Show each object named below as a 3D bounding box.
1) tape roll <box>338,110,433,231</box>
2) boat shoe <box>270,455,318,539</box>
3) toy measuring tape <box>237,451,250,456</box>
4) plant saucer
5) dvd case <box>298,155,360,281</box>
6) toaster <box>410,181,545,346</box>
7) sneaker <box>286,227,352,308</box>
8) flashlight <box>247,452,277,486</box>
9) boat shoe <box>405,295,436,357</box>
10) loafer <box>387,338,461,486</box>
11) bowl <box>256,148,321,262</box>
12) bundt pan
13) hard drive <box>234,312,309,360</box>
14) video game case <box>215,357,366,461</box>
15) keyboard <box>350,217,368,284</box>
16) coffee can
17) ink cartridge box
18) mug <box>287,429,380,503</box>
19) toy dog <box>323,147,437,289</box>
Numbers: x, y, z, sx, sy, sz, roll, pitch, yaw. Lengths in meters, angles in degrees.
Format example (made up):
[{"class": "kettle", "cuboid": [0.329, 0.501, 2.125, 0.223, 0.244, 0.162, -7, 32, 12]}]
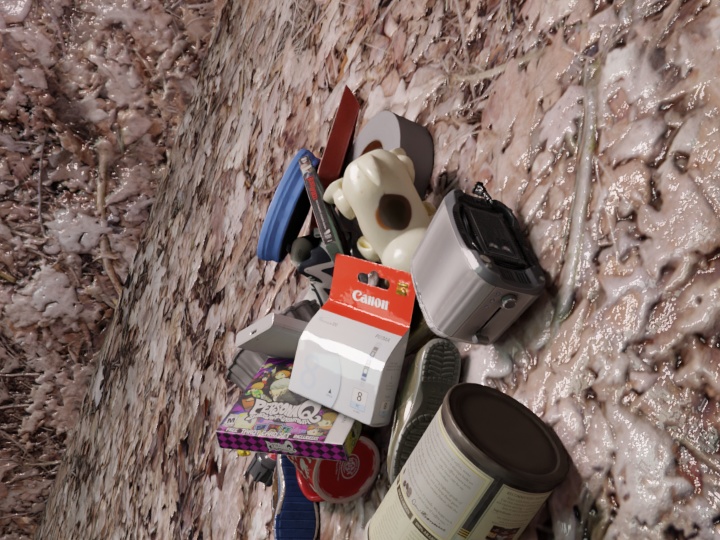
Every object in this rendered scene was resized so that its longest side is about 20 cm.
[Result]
[{"class": "tape roll", "cuboid": [0.037, -0.153, 1.411, 0.200, 0.065, 0.203, -41, 41, 48]}, {"class": "boat shoe", "cuboid": [-0.109, 0.382, 1.397, 0.073, 0.071, 0.202, 119, 157, -50]}, {"class": "toy measuring tape", "cuboid": [-0.187, 0.262, 1.619, 0.202, 0.073, 0.074, -68, 26, 11]}, {"class": "plant saucer", "cuboid": [-0.044, -0.188, 1.536, 0.200, 0.036, 0.202, 105, 180, -60]}, {"class": "dvd case", "cuboid": [-0.044, -0.063, 1.331, 0.022, 0.147, 0.201, -23, 46, 3]}, {"class": "toaster", "cuboid": [0.134, -0.004, 1.069, 0.130, 0.112, 0.201, -58, 34, 34]}, {"class": "sneaker", "cuboid": [-0.083, -0.004, 1.491, 0.199, 0.128, 0.080, -47, 34, 43]}, {"class": "flashlight", "cuboid": [-0.131, 0.280, 1.485, 0.068, 0.068, 0.201, 44, 114, 24]}, {"class": "boat shoe", "cuboid": [0.063, 0.090, 1.211, 0.200, 0.066, 0.075, -38, 50, 45]}, {"class": "loafer", "cuboid": [0.081, 0.189, 1.125, 0.070, 0.074, 0.203, 165, 123, -74]}, {"class": "bowl", "cuboid": [-0.116, -0.106, 1.470, 0.201, 0.039, 0.203, 24, -91, -87]}, {"class": "bundt pan", "cuboid": [-0.125, 0.143, 1.454, 0.076, 0.201, 0.203, 47, 126, 16]}, {"class": "hard drive", "cuboid": [-0.073, 0.115, 1.314, 0.131, 0.198, 0.027, -29, 48, 53]}, {"class": "video game case", "cuboid": [-0.080, 0.194, 1.240, 0.182, 0.197, 0.036, -55, -40, -53]}, {"class": "keyboard", "cuboid": [0.000, 0.000, 1.367, 0.056, 0.011, 0.203, -136, 41, -65]}, {"class": "coffee can", "cuboid": [0.109, 0.245, 0.931, 0.201, 0.145, 0.147, -61, 28, 24]}, {"class": "ink cartridge box", "cuboid": [-0.011, 0.088, 1.168, 0.159, 0.047, 0.203, 15, 96, 42]}, {"class": "mug", "cuboid": [-0.050, 0.265, 1.311, 0.133, 0.179, 0.200, -32, 28, -13]}, {"class": "toy dog", "cuboid": [0.059, -0.065, 1.216, 0.202, 0.138, 0.194, 61, 167, 7]}]
